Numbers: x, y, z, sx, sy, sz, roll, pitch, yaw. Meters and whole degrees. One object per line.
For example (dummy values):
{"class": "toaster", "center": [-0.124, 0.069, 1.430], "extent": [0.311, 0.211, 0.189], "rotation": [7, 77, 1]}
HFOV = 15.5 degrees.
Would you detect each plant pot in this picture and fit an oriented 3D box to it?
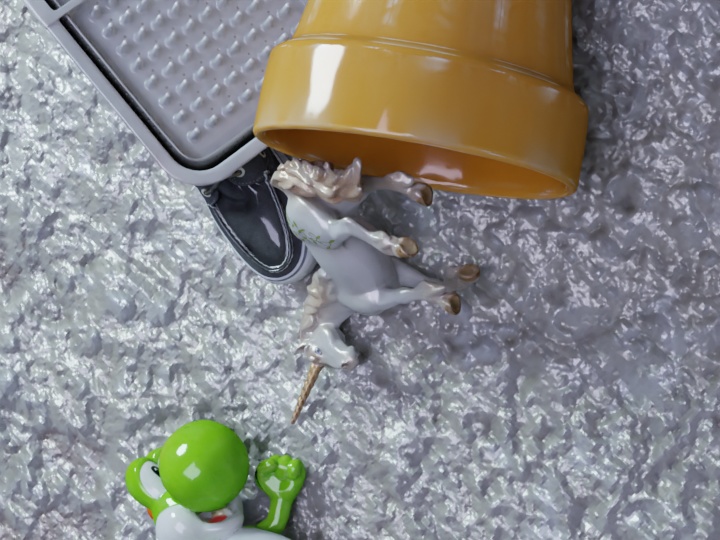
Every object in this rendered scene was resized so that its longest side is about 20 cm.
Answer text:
{"class": "plant pot", "center": [0.048, -0.153, 1.604], "extent": [0.200, 0.200, 0.184], "rotation": [8, 84, 25]}

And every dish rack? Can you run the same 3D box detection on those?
{"class": "dish rack", "center": [-0.109, -0.164, 1.701], "extent": [0.172, 0.044, 0.200], "rotation": [-38, 86, -19]}

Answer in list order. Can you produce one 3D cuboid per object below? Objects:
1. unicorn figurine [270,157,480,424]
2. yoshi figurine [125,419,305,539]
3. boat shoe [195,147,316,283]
{"class": "unicorn figurine", "center": [0.000, 0.000, 1.686], "extent": [0.137, 0.074, 0.200], "rotation": [2, 124, 33]}
{"class": "yoshi figurine", "center": [-0.074, 0.174, 1.746], "extent": [0.200, 0.112, 0.112], "rotation": [40, 95, 18]}
{"class": "boat shoe", "center": [-0.092, -0.082, 1.737], "extent": [0.070, 0.066, 0.200], "rotation": [-23, 86, 26]}
